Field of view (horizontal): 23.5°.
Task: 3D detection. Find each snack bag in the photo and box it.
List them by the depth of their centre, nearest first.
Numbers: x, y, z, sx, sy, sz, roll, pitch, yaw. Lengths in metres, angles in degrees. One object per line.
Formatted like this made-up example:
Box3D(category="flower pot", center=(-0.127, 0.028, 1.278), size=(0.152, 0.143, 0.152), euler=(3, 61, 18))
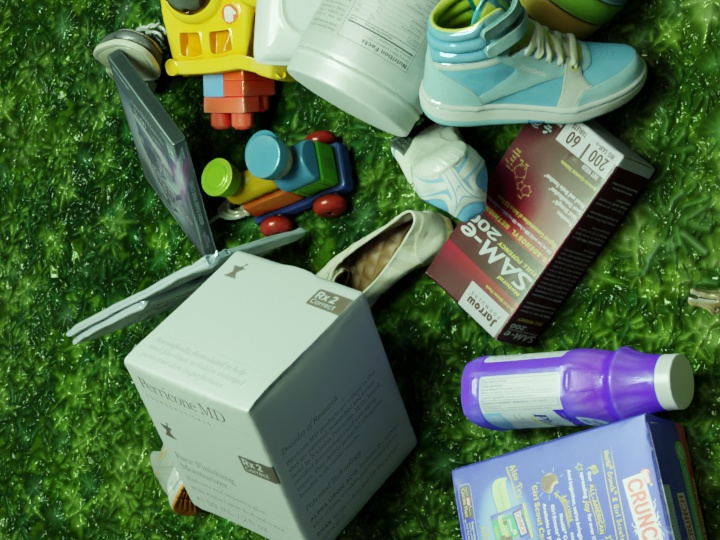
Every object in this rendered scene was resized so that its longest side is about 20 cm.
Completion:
Box3D(category="snack bag", center=(-0.165, 0.014, 1.710), size=(0.200, 0.189, 0.021), euler=(-27, 86, 31))

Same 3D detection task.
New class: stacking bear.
Box3D(category="stacking bear", center=(0.175, -0.251, 1.546), size=(0.200, 0.121, 0.114), euler=(-52, 55, 29))

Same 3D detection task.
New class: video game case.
Box3D(category="video game case", center=(-0.201, -0.114, 1.769), size=(0.019, 0.200, 0.143), euler=(-29, 57, -14))

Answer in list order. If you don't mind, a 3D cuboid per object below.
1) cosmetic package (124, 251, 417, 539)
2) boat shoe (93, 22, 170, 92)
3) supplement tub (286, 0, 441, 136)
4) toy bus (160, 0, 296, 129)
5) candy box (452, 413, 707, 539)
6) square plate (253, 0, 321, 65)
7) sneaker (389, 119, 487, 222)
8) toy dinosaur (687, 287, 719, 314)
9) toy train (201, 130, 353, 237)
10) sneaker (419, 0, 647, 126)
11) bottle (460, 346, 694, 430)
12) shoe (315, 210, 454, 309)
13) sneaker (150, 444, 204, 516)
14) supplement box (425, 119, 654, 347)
Box3D(category="cosmetic package", center=(-0.078, 0.120, 1.578), size=(0.165, 0.200, 0.165), euler=(17, 51, 39))
Box3D(category="boat shoe", center=(-0.234, -0.235, 1.818), size=(0.073, 0.200, 0.063), euler=(21, 84, -4))
Box3D(category="supplement tub", center=(0.035, -0.237, 1.564), size=(0.132, 0.132, 0.200), euler=(28, 89, 37))
Box3D(category="toy bus", center=(-0.104, -0.240, 1.749), size=(0.200, 0.136, 0.192), euler=(-1, 95, 35))
Box3D(category="candy box", center=(0.189, 0.229, 1.465), size=(0.200, 0.077, 0.169), euler=(-21, 69, 34))
Box3D(category="square plate", center=(0.002, -0.290, 1.639), size=(0.200, 0.028, 0.198), euler=(2, 90, -6))
Box3D(category="sneaker", center=(0.073, -0.094, 1.573), size=(0.072, 0.200, 0.073), euler=(-24, 109, 3))
Box3D(category="toy dinosaur", center=(0.361, 0.001, 1.399), size=(0.200, 0.058, 0.101), euler=(2, 98, 45))
Box3D(category="toy train", center=(-0.116, -0.081, 1.729), size=(0.200, 0.116, 0.085), euler=(-20, 70, 33))
Box3D(category="sneaker", center=(0.148, -0.193, 1.474), size=(0.200, 0.131, 0.080), euler=(-8, 44, -3))
Box3D(category="bottle", center=(0.186, 0.101, 1.486), size=(0.200, 0.083, 0.065), euler=(-7, 75, 36))
Box3D(category="shoe", center=(0.000, 0.000, 1.665), size=(0.200, 0.053, 0.070), euler=(-36, 62, 27))
Box3D(category="sneaker", center=(-0.156, 0.144, 1.750), size=(0.092, 0.076, 0.200), euler=(42, 106, 39))
Box3D(category="supplement box", center=(0.158, -0.043, 1.547), size=(0.109, 0.061, 0.200), euler=(44, 109, 35))
